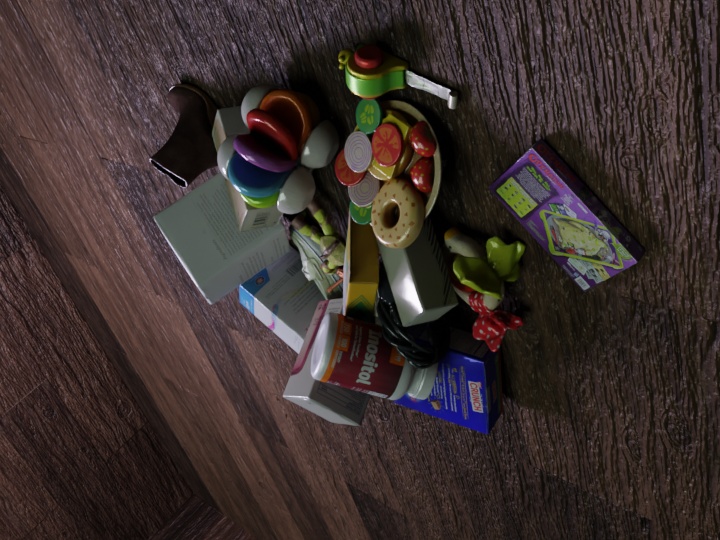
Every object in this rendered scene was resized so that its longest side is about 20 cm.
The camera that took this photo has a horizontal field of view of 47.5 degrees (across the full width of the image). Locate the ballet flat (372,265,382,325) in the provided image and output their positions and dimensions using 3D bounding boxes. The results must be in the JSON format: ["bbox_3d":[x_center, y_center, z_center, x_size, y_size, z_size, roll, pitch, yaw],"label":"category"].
[{"bbox_3d":[0.031,0.090,1.489,0.062,0.066,0.205,-11,84,62],"label":"ballet flat"}]

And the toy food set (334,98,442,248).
[{"bbox_3d":[0.040,-0.149,1.211,0.197,0.048,0.203,40,124,35],"label":"toy food set"}]

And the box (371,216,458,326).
[{"bbox_3d":[0.080,-0.023,1.279,0.082,0.067,0.204,-41,62,60],"label":"box"}]

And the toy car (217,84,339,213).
[{"bbox_3d":[-0.143,-0.197,1.314,0.173,0.202,0.150,31,-171,10],"label":"toy car"}]

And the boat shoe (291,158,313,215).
[{"bbox_3d":[-0.110,-0.154,1.484,0.066,0.074,0.200,36,162,-11],"label":"boat shoe"}]

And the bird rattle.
[{"bbox_3d":[0.189,0.015,1.275,0.163,0.112,0.201,45,165,33],"label":"bird rattle"}]

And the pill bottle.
[{"bbox_3d":[0.024,0.148,1.359,0.196,0.115,0.113,16,152,-11],"label":"pill bottle"}]

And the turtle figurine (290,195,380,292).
[{"bbox_3d":[-0.056,-0.045,1.501,0.162,0.064,0.200,47,138,2],"label":"turtle figurine"}]

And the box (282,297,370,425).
[{"bbox_3d":[-0.040,0.171,1.535,0.127,0.203,0.108,32,159,-27],"label":"box"}]

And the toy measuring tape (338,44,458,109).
[{"bbox_3d":[0.040,-0.260,1.137,0.198,0.073,0.074,33,148,26],"label":"toy measuring tape"}]

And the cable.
[{"bbox_3d":[0.090,0.074,1.350,0.050,0.203,0.162,-30,144,29],"label":"cable"}]

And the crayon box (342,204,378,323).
[{"bbox_3d":[0.000,0.000,1.362,0.050,0.128,0.201,2,150,-3],"label":"crayon box"}]

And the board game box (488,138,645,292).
[{"bbox_3d":[0.272,-0.070,1.095,0.200,0.032,0.120,48,155,0],"label":"board game box"}]

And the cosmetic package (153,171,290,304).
[{"bbox_3d":[-0.260,-0.069,1.573,0.166,0.198,0.165,54,170,10],"label":"cosmetic package"}]

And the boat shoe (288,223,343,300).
[{"bbox_3d":[-0.081,-0.005,1.594,0.201,0.062,0.072,52,172,-9],"label":"boat shoe"}]

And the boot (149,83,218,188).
[{"bbox_3d":[-0.338,-0.259,1.546,0.199,0.166,0.073,37,150,17],"label":"boot"}]

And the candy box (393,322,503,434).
[{"bbox_3d":[0.151,0.182,1.463,0.197,0.077,0.172,16,130,31],"label":"candy box"}]

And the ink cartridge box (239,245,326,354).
[{"bbox_3d":[-0.131,0.063,1.674,0.199,0.144,0.085,38,150,17],"label":"ink cartridge box"}]

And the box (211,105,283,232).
[{"bbox_3d":[-0.200,-0.183,1.458,0.095,0.076,0.204,126,129,-61],"label":"box"}]
